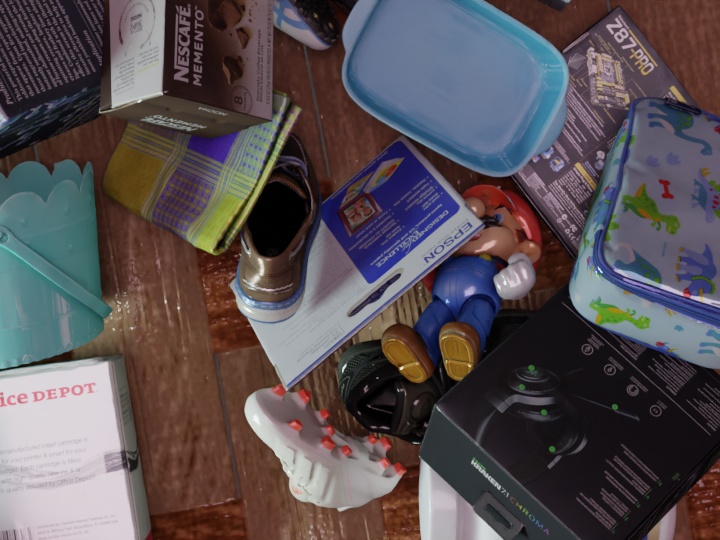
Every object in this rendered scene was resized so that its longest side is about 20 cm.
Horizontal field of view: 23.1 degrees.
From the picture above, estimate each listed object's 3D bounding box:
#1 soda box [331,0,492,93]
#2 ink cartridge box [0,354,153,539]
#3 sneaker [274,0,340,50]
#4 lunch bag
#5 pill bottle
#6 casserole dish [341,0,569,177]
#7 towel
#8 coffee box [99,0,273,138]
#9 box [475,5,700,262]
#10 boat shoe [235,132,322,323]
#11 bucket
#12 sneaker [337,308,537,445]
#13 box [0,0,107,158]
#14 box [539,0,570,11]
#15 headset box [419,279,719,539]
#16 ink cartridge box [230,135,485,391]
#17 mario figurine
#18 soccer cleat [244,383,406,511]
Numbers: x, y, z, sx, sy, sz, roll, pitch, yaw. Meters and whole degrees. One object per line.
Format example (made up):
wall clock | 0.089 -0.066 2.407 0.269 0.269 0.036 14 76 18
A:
soda box | 0.011 -0.233 1.435 0.200 0.071 0.063 41 90 -14
ink cartridge box | -0.256 0.177 1.472 0.144 0.083 0.202 -8 92 2
sneaker | -0.102 -0.247 1.466 0.200 0.072 0.073 39 120 -4
lunch bag | 0.257 -0.032 1.362 0.160 0.083 0.201 23 54 -1
pill bottle | 0.149 0.182 1.439 0.198 0.116 0.117 -2 92 -3
casserole dish | 0.073 -0.158 1.404 0.199 0.039 0.122 27 94 -18
towel | -0.135 -0.100 1.425 0.023 0.200 0.144 26 92 -41
coffee box | -0.131 -0.213 1.347 0.079 0.113 0.202 -9 76 43
box | 0.212 -0.093 1.467 0.161 0.049 0.200 -39 91 4
boat shoe | -0.063 -0.053 1.411 0.072 0.201 0.073 3 135 -6
bucket | -0.299 -0.005 1.411 0.205 0.207 0.136 -6 103 2
sneaker | 0.080 0.090 1.440 0.198 0.114 0.077 -9 112 1
box | -0.263 -0.164 1.378 0.148 0.200 0.108 -28 91 46
box | 0.113 -0.293 1.386 0.176 0.200 0.097 29 93 -1
headset box | 0.167 0.127 1.344 0.174 0.093 0.200 41 63 16
ink cartridge box | 0.000 0.000 1.406 0.197 0.200 0.047 -39 122 2
mario figurine | 0.081 -0.006 1.411 0.123 0.200 0.106 23 134 7
soccer cleat | -0.039 0.153 1.422 0.077 0.200 0.070 -38 53 14
